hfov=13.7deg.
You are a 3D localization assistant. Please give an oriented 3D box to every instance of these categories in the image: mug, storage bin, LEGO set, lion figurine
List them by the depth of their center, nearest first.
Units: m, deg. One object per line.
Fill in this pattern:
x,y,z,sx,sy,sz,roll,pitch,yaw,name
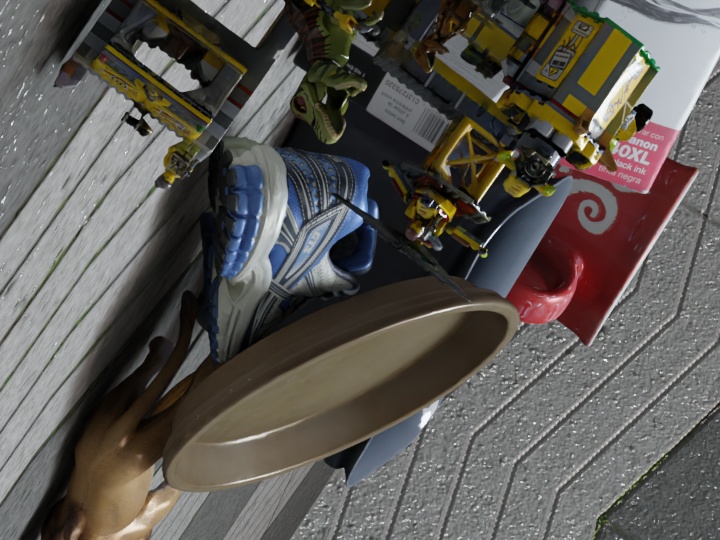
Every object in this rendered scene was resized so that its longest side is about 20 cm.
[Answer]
-0.011,-0.063,0.981,0.116,0.200,0.154,-55,-165,-8,LEGO set
-0.128,0.108,1.584,0.122,0.072,0.200,-45,154,-36,lion figurine
0.000,0.000,1.671,0.200,0.134,0.145,-61,166,27,storage bin
0.095,-0.059,1.891,0.134,0.200,0.178,-58,175,9,mug

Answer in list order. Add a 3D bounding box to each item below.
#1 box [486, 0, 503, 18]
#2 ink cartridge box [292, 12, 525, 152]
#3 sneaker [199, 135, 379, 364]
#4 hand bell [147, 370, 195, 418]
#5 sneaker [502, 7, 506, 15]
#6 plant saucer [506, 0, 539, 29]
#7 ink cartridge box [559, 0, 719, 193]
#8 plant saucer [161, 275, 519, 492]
0.096,-0.244,1.406,0.200,0.086,0.164,-61,174,35,box
0.035,-0.114,1.562,0.037,0.095,0.200,-59,175,22,ink cartridge box
-0.033,-0.005,1.467,0.200,0.085,0.077,111,-24,-72,sneaker
-0.060,0.044,1.786,0.200,0.104,0.104,-44,172,-15,hand bell
0.061,-0.144,1.808,0.200,0.066,0.091,-58,173,-20,sneaker
0.110,-0.234,1.660,0.200,0.050,0.201,-158,-90,-82,plant saucer
0.160,-0.169,1.665,0.145,0.083,0.200,-93,-154,-58,ink cartridge box
-0.014,0.055,1.522,0.199,0.030,0.200,-24,165,-7,plant saucer
